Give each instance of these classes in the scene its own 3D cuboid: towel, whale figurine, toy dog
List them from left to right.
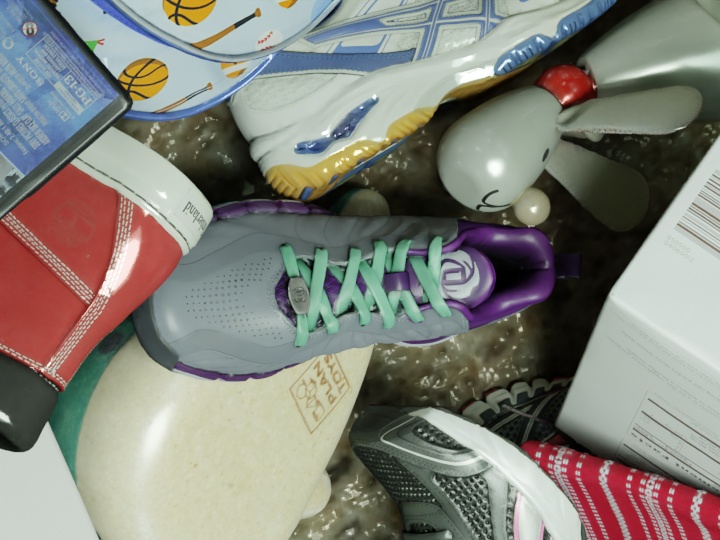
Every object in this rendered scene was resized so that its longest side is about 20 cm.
[{"bbox_3d":[-0.059,0.045,1.155,0.200,0.104,0.159,-47,132,-26],"label":"whale figurine"},{"bbox_3d":[0.135,-0.066,1.143,0.200,0.132,0.096,-37,77,-4],"label":"toy dog"},{"bbox_3d":[0.171,0.142,1.155,0.022,0.200,0.145,-60,152,-25],"label":"towel"}]

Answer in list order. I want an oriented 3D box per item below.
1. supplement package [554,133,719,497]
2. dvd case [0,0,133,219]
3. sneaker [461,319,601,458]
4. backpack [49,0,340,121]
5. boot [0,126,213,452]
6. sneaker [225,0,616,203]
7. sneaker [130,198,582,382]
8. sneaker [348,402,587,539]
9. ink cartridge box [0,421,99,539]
[{"bbox_3d":[0.165,0.029,1.110,0.109,0.200,0.114,34,73,9],"label":"supplement package"},{"bbox_3d":[-0.203,-0.050,0.952,0.200,0.018,0.143,-40,95,3],"label":"dvd case"},{"bbox_3d":[0.111,0.083,1.236,0.200,0.075,0.081,-35,119,-5],"label":"sneaker"},{"bbox_3d":[-0.079,-0.156,1.025,0.200,0.154,0.191,33,100,-30],"label":"backpack"},{"bbox_3d":[-0.174,-0.016,1.012,0.144,0.200,0.072,-53,151,-12],"label":"boot"},{"bbox_3d":[0.028,-0.111,1.127,0.200,0.075,0.088,-30,86,-26],"label":"sneaker"},{"bbox_3d":[0.000,0.000,1.079,0.200,0.087,0.075,-9,88,-44],"label":"sneaker"},{"bbox_3d":[0.062,0.145,1.157,0.200,0.080,0.086,47,67,-13],"label":"sneaker"},{"bbox_3d":[-0.152,0.133,1.068,0.084,0.146,0.200,-20,147,-13],"label":"ink cartridge box"}]
